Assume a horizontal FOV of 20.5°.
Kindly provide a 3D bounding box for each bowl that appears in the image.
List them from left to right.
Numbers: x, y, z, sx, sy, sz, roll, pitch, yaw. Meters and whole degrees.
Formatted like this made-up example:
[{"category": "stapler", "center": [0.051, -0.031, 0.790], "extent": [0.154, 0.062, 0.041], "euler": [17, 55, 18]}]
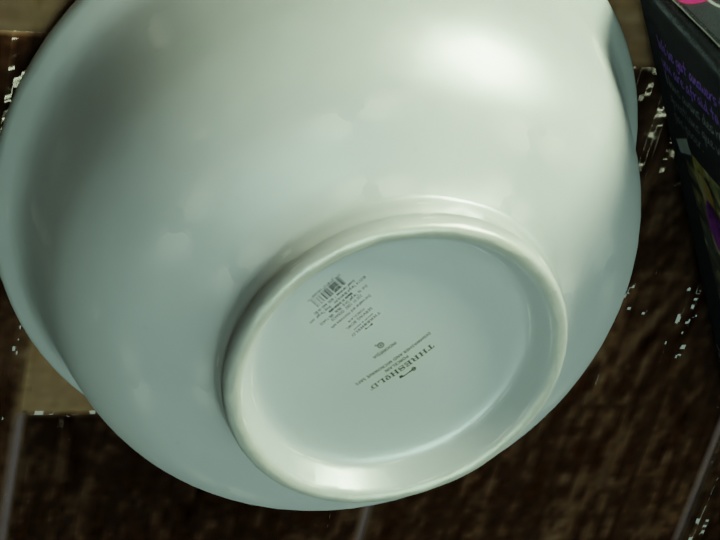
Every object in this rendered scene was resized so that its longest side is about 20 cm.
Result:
[{"category": "bowl", "center": [0.000, 0.000, 0.558], "extent": [0.199, 0.091, 0.202], "euler": [-10, 129, -12]}]

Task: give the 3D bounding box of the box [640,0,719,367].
[{"category": "box", "center": [0.172, -0.008, 0.598], "extent": [0.121, 0.106, 0.201], "euler": [-22, 130, -3]}]
